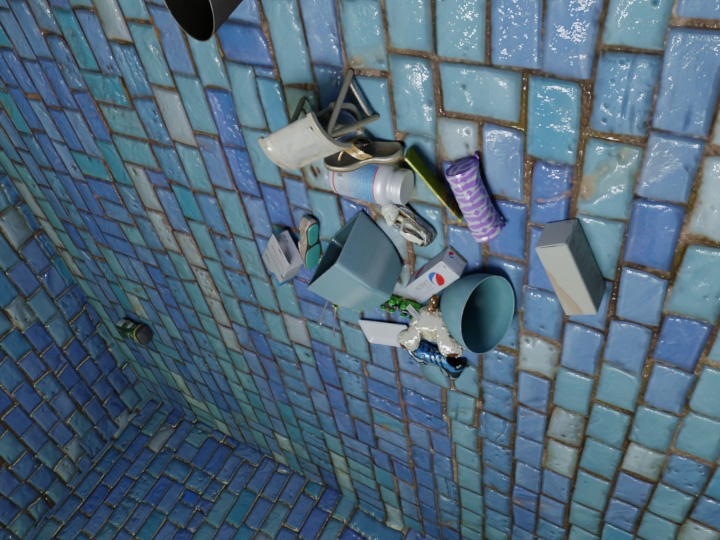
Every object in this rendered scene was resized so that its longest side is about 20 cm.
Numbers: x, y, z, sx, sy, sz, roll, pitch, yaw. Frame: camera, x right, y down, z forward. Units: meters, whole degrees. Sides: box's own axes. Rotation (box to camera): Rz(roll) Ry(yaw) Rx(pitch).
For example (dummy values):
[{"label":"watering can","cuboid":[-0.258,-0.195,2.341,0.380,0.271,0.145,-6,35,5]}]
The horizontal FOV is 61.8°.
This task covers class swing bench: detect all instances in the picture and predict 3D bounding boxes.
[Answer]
[{"label":"swing bench","cuboid":[-0.097,-0.327,1.387,0.196,0.201,0.131,-9,126,46]}]

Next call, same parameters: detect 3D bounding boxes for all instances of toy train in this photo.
[{"label":"toy train","cuboid":[0.094,0.097,1.819,0.196,0.056,0.043,19,128,25]}]

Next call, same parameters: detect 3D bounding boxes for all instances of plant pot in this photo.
[{"label":"plant pot","cuboid":[0.000,0.000,1.687,0.198,0.199,0.195,35,146,-14]},{"label":"plant pot","cuboid":[0.284,0.096,1.559,0.134,0.199,0.203,23,148,51]}]

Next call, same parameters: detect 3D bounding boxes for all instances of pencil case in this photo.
[{"label":"pencil case","cuboid":[0.264,-0.159,1.369,0.084,0.085,0.202,-25,121,12]}]

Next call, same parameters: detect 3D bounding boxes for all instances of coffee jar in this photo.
[{"label":"coffee jar","cuboid":[-1.177,0.317,3.138,0.196,0.086,0.106,14,136,31]}]

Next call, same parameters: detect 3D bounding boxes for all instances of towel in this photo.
[{"label":"towel","cuboid":[0.174,-0.200,1.401,0.018,0.086,0.200,-38,104,22]}]

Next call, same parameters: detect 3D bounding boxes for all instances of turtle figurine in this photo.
[{"label":"turtle figurine","cuboid":[-0.086,0.068,1.813,0.199,0.143,0.197,-40,63,23]}]

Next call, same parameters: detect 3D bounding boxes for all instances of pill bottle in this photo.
[{"label":"pill bottle","cuboid":[0.027,-0.224,1.474,0.196,0.109,0.110,18,141,26]}]

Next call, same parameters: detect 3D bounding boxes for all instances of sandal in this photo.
[{"label":"sandal","cuboid":[0.005,-0.283,1.418,0.194,0.082,0.055,-5,143,12]}]

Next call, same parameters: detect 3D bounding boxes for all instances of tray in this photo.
[{"label":"tray","cuboid":[0.090,0.203,1.970,0.196,0.022,0.109,3,131,39]}]

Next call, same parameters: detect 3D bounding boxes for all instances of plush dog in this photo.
[{"label":"plush dog","cuboid":[0.213,0.150,1.700,0.195,0.166,0.171,5,180,20]}]

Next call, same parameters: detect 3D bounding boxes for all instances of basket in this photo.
[{"label":"basket","cuboid":[-0.301,-0.609,1.249,0.133,0.201,0.183,9,136,33]}]

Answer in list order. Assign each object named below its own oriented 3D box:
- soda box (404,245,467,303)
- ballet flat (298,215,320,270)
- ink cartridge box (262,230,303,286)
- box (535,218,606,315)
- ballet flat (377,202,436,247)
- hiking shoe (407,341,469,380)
[{"label":"soda box","cuboid":[0.201,0.015,1.629,0.068,0.064,0.200,39,145,-6]},{"label":"ballet flat","cuboid":[-0.160,-0.090,1.837,0.067,0.067,0.203,41,144,27]},{"label":"ink cartridge box","cuboid":[-0.241,-0.042,1.887,0.118,0.066,0.200,61,155,9]},{"label":"box","cuboid":[0.473,-0.005,1.347,0.077,0.095,0.202,-6,125,44]},{"label":"ballet flat","cuboid":[0.106,-0.130,1.546,0.199,0.072,0.072,38,145,-1]},{"label":"hiking shoe","cuboid":[0.240,0.260,1.874,0.196,0.075,0.087,27,137,-3]}]
